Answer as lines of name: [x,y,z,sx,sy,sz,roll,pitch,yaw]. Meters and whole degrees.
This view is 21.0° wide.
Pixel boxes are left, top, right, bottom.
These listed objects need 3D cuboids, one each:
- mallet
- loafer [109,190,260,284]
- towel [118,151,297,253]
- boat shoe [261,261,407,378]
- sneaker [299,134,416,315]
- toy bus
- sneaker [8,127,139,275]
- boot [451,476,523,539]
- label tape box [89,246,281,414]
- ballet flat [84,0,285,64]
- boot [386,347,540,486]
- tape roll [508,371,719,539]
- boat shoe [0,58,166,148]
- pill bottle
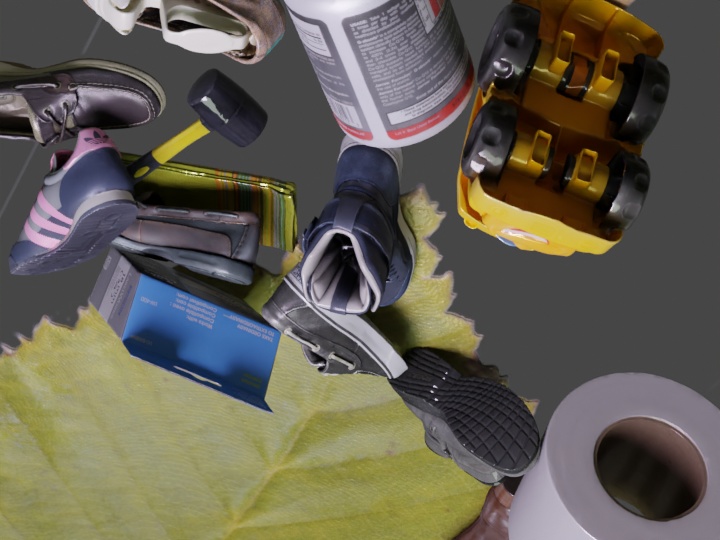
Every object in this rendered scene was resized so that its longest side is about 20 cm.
mallet: [-0.172,-0.107,1.645,0.199,0.041,0.066,-24,127,27]
loafer: [-0.172,-0.040,1.715,0.198,0.064,0.072,16,176,26]
towel: [-0.153,-0.061,1.731,0.198,0.018,0.087,10,140,8]
boat shoe: [-0.025,0.058,1.749,0.064,0.071,0.200,-45,142,3]
sneaker: [-0.002,-0.001,1.651,0.076,0.147,0.203,4,141,11]
toy bus: [0.129,-0.084,1.471,0.135,0.202,0.192,21,149,-10]
sneaker: [-0.250,-0.056,1.666,0.070,0.083,0.200,-6,165,-37]
boot: [0.187,0.298,2.003,0.185,0.064,0.201,31,138,3]
label tape box: [-0.149,0.049,1.722,0.143,0.064,0.200,24,-176,-22]
ballet flat: [-0.156,-0.210,1.515,0.198,0.068,0.068,15,141,1]
boot: [0.114,0.156,1.813,0.200,0.068,0.131,34,161,46]
tape roll: [0.246,0.214,1.774,0.201,0.204,0.140,17,141,-1]
boat shoe: [-0.262,-0.135,1.643,0.198,0.065,0.074,1,137,17]
pill bottle: [0.006,-0.198,1.435,0.115,0.117,0.201,-3,138,22]
